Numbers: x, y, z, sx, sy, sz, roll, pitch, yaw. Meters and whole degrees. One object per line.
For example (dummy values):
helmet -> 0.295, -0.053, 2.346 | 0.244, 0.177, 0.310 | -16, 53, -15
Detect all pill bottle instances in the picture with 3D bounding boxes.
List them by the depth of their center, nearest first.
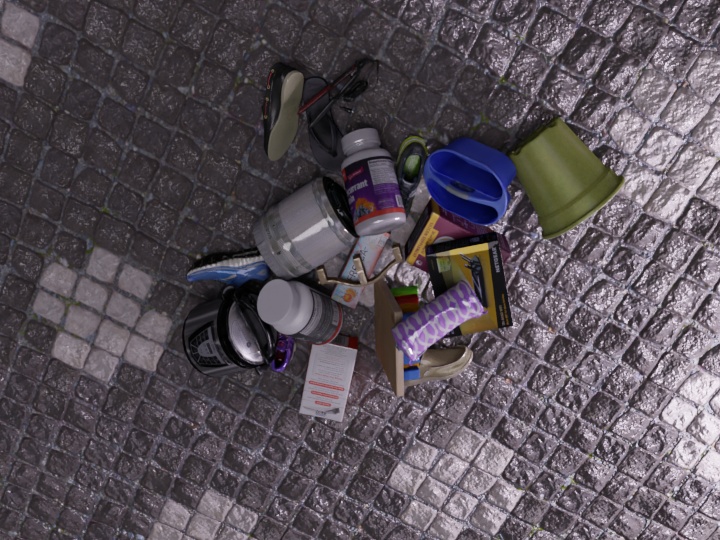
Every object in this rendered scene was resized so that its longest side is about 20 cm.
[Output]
pill bottle -> 0.021, -0.183, 1.572 | 0.109, 0.111, 0.205 | -15, 80, 10
pill bottle -> -0.132, 0.090, 1.666 | 0.115, 0.117, 0.199 | -36, 150, 16

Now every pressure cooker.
pressure cooker -> -0.279, 0.136, 1.695 | 0.197, 0.183, 0.175 | -16, 147, 35

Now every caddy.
caddy -> 0.222, -0.179, 1.554 | 0.197, 0.105, 0.144 | 28, 136, 26

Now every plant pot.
plant pot -> 0.401, -0.200, 1.548 | 0.199, 0.201, 0.186 | -37, 95, 17

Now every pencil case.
pencil case -> 0.155, 0.105, 1.541 | 0.198, 0.084, 0.086 | -36, 80, 2

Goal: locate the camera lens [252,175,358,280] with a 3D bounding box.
camera lens -> -0.111, -0.091, 1.624 | 0.197, 0.161, 0.161 | -30, 108, 15

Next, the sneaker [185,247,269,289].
sneaker -> -0.300, 0.010, 1.722 | 0.195, 0.079, 0.091 | -7, 110, 6

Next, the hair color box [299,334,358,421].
hair color box -> -0.076, 0.251, 1.817 | 0.108, 0.064, 0.205 | 12, 111, -2

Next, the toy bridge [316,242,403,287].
toy bridge -> 0.000, 0.000, 1.651 | 0.195, 0.027, 0.069 | -16, 110, 10

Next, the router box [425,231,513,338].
router box -> 0.230, 0.032, 1.602 | 0.153, 0.052, 0.204 | -11, 113, 10

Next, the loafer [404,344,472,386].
loafer -> 0.166, 0.215, 1.780 | 0.196, 0.076, 0.069 | -20, 116, 12

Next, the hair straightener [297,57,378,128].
hair straightener -> -0.034, -0.357, 1.556 | 0.199, 0.041, 0.077 | -40, 100, -1

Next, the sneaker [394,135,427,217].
sneaker -> 0.091, -0.182, 1.617 | 0.072, 0.081, 0.204 | 13, 113, -2

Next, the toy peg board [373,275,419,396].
toy peg board -> 0.099, 0.137, 1.697 | 0.095, 0.200, 0.205 | -7, 113, -10

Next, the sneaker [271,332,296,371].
sneaker -> -0.176, 0.144, 1.767 | 0.078, 0.084, 0.205 | 5, 112, 1

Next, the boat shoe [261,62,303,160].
boat shoe -> -0.169, -0.330, 1.585 | 0.063, 0.073, 0.205 | 34, 127, 27

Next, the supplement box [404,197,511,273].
supplement box -> 0.209, -0.046, 1.655 | 0.196, 0.104, 0.133 | 25, 112, -8

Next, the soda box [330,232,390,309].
soda box -> 0.001, -0.021, 1.696 | 0.062, 0.069, 0.203 | 24, 112, -6

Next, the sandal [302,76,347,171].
sandal -> -0.081, -0.301, 1.599 | 0.074, 0.043, 0.204 | -15, 111, 9
